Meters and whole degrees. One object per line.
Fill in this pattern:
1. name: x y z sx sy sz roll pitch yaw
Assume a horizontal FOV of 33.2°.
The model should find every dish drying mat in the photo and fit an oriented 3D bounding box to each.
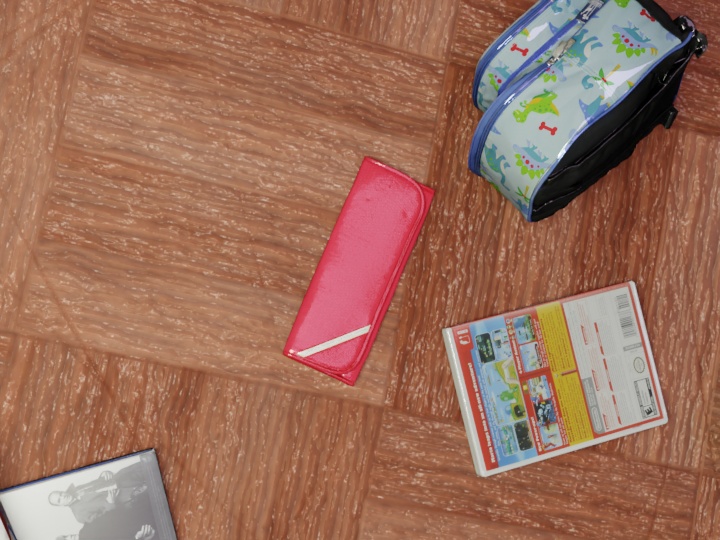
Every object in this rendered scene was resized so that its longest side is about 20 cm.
1. dish drying mat: 0.000 0.000 1.107 0.077 0.018 0.200 25 80 -11

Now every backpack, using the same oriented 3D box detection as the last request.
1. backpack: 0.183 -0.152 1.092 0.147 0.183 0.200 43 79 16

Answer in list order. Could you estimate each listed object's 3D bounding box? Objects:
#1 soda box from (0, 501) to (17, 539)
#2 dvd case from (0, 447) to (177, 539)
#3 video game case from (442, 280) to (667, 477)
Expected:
1. soda box: -0.312 0.204 0.953 0.063 0.070 0.200 -24 92 -15
2. dvd case: -0.253 0.248 1.014 0.200 0.025 0.150 -14 89 -15
3. video game case: 0.187 0.101 1.150 0.200 0.017 0.143 -13 89 -16
